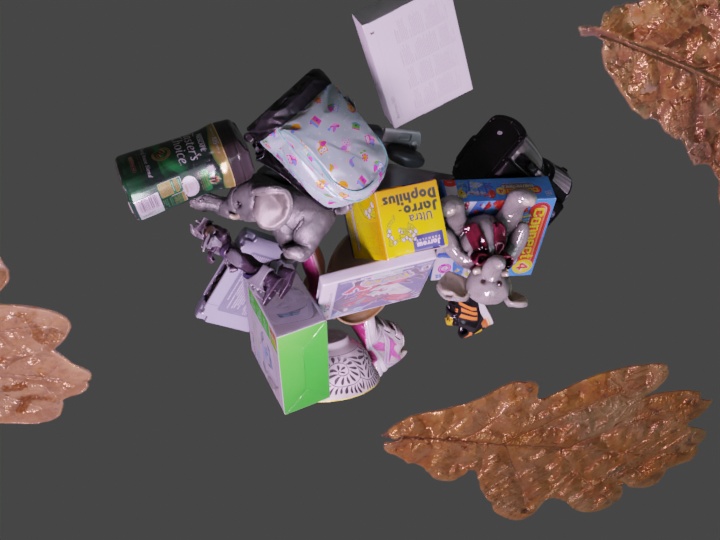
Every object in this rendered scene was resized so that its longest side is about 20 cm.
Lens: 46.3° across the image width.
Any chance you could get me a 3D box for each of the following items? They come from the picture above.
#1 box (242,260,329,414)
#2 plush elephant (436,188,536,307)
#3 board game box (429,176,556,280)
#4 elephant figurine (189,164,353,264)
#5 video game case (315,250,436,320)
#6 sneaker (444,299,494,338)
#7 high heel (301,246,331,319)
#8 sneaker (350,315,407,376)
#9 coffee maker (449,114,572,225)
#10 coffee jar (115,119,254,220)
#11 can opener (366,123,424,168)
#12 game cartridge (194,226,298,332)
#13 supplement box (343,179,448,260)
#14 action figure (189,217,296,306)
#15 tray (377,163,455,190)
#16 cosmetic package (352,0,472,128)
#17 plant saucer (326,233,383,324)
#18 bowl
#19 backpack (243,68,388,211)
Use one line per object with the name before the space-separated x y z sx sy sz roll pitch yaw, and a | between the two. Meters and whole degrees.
box | -0.129 0.114 1.487 0.096 0.177 0.201 -18 136 -19
plush elephant | 0.207 -0.016 1.391 0.163 0.156 0.201 -2 138 -9
board game box | 0.226 -0.072 1.495 0.193 0.056 0.201 -3 139 -8
elephant figurine | -0.148 -0.111 1.382 0.200 0.141 0.156 41 74 -27
video game case | 0.021 0.028 1.436 0.198 0.023 0.183 -14 160 -12
sneaker | 0.209 0.076 1.748 0.090 0.070 0.200 -37 136 1
high heel | -0.107 0.023 1.556 0.095 0.068 0.201 -6 138 8
sneaker | 0.039 0.127 1.708 0.088 0.082 0.201 -30 141 -6
coffee maker | 0.268 -0.159 1.554 0.191 0.136 0.199 -33 136 24
coffee jar | -0.266 -0.157 1.289 0.198 0.105 0.086 -22 137 -10
can opener | 0.020 -0.216 1.416 0.198 0.067 0.053 4 127 -24
game cartridge | -0.198 0.020 1.521 0.132 0.041 0.201 20 116 -33
supplement box | 0.052 -0.082 1.401 0.108 0.200 0.111 -14 96 -16
action figure | -0.206 -0.023 1.383 0.070 0.199 0.130 -58 164 6
tray | 0.084 -0.144 1.535 0.198 0.022 0.108 6 125 -31
cosmetic package | 0.087 -0.347 1.345 0.150 0.052 0.201 -28 135 -6
plant saucer | 0.000 0.000 1.562 0.199 0.035 0.202 -23 123 -40
bowl | -0.064 0.172 1.635 0.199 0.201 0.095 -11 106 -18
backpack | -0.055 -0.188 1.286 0.167 0.126 0.200 -44 102 -19
